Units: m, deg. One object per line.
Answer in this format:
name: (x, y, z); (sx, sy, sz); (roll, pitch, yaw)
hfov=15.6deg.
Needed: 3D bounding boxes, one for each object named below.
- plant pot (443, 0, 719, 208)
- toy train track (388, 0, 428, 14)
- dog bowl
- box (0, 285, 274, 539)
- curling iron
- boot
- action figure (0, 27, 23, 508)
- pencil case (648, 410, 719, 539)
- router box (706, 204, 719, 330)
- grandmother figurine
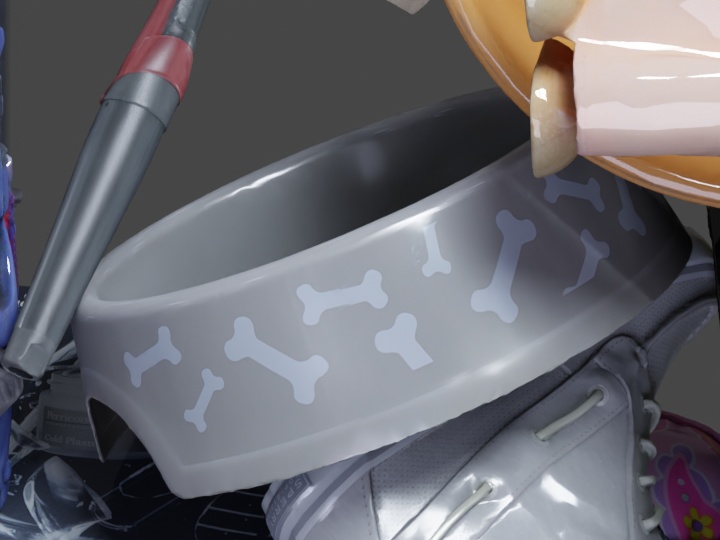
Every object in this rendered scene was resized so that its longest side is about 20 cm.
plant pot: (0.123, -0.135, 0.737); (0.200, 0.140, 0.200); (4, 122, 7)
toy train track: (-0.049, -0.148, 0.774); (0.200, 0.033, 0.115); (42, 116, -13)
dog bowl: (0.000, 0.000, 0.814); (0.200, 0.200, 0.059); (-19, 103, 19)
box: (-0.079, 0.100, 0.889); (0.200, 0.182, 0.104); (6, 123, 4)
curling iron: (-0.075, -0.060, 0.806); (0.050, 0.200, 0.026); (17, 164, -7)
boot: (0.068, 0.063, 0.829); (0.096, 0.200, 0.074); (47, 143, 17)
action figure: (-0.162, -0.011, 0.766); (0.104, 0.193, 0.200); (12, 111, 20)
pencil case: (0.072, 0.139, 0.946); (0.087, 0.087, 0.200); (18, 124, -2)
router box: (0.141, 0.042, 0.808); (0.052, 0.200, 0.157); (-8, 119, 9)
grandmother figurine: (0.144, -0.050, 0.672); (0.200, 0.061, 0.121); (1, 130, 11)
